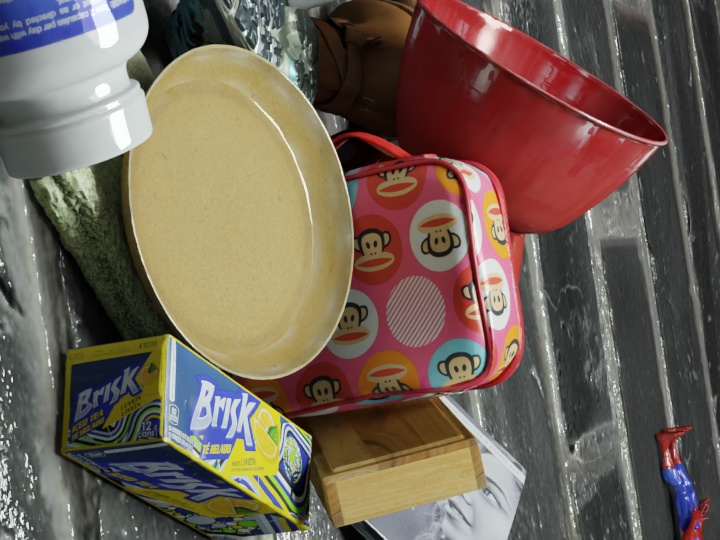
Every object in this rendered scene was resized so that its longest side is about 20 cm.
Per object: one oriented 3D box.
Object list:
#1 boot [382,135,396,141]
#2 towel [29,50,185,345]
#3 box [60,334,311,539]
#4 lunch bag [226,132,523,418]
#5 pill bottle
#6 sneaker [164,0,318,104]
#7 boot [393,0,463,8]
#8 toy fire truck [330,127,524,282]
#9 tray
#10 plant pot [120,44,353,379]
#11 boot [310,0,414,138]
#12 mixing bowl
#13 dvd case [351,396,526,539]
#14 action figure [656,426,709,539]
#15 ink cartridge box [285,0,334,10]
[{"bbox_3d":[0.041,-0.104,1.717,0.132,0.069,0.202,24,63,-72],"label":"boot"},{"bbox_3d":[-0.131,-0.036,1.271,0.149,0.036,0.201,-74,148,-47],"label":"towel"},{"bbox_3d":[-0.098,0.102,1.249,0.200,0.069,0.065,42,43,-59],"label":"box"},{"bbox_3d":[0.000,0.000,1.374,0.082,0.198,0.178,-6,87,-64],"label":"lunch bag"},{"bbox_3d":[-0.174,-0.155,1.099,0.112,0.111,0.202,-49,128,-64],"label":"pill bottle"},{"bbox_3d":[-0.089,-0.152,1.351,0.200,0.085,0.078,56,32,-65],"label":"sneaker"},{"bbox_3d":[0.040,-0.319,1.838,0.201,0.068,0.189,64,33,-22],"label":"boot"},{"bbox_3d":[0.046,-0.029,1.548,0.201,0.166,0.113,-76,149,-46],"label":"toy fire truck"},{"bbox_3d":[0.012,0.113,1.383,0.200,0.098,0.037,-133,-150,-77],"label":"tray"},{"bbox_3d":[-0.076,-0.034,1.267,0.199,0.027,0.202,16,69,-49],"label":"plant pot"},{"bbox_3d":[-0.021,-0.160,1.562,0.154,0.077,0.200,12,30,-34],"label":"boot"},{"bbox_3d":[0.098,-0.095,1.446,0.109,0.199,0.200,-59,166,15],"label":"mixing bowl"},{"bbox_3d":[0.057,0.165,1.618,0.149,0.016,0.200,44,31,-13],"label":"dvd case"},{"bbox_3d":[0.388,0.287,2.497,0.065,0.051,0.202,-15,98,-73],"label":"action figure"},{"bbox_3d":[0.030,-0.270,1.520,0.147,0.198,0.084,-95,167,-67],"label":"ink cartridge box"}]
